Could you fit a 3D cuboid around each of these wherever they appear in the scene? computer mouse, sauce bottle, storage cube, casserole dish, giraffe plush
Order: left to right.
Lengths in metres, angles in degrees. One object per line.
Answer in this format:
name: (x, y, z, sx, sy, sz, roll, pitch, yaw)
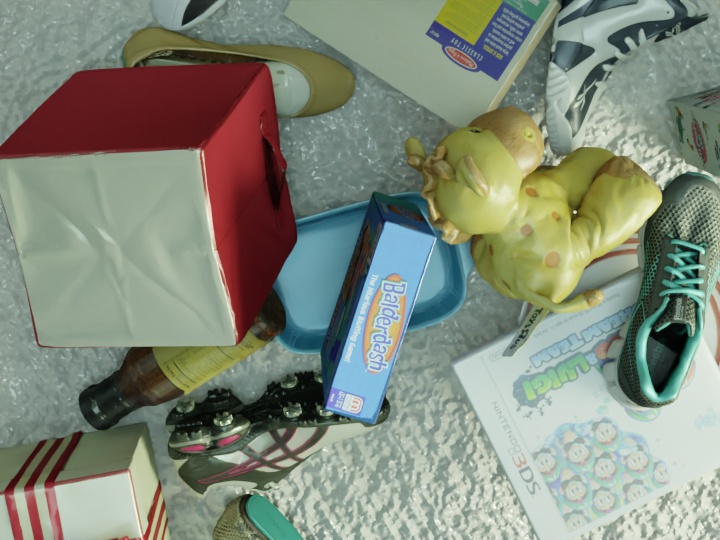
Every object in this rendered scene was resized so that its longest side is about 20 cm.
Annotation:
storage cube: (-0.167, -0.053, 1.284, 0.200, 0.180, 0.171, -1, 117, 14)
sauce bottle: (-0.157, 0.073, 1.387, 0.200, 0.066, 0.066, -30, 99, 22)
computer mouse: (-0.103, -0.279, 1.334, 0.200, 0.044, 0.110, -42, 56, 8)
casserole dish: (0.000, 0.000, 1.407, 0.200, 0.039, 0.121, -15, 100, 1)
giraffe plush: (0.116, -0.058, 1.289, 0.162, 0.172, 0.200, 46, 54, -22)

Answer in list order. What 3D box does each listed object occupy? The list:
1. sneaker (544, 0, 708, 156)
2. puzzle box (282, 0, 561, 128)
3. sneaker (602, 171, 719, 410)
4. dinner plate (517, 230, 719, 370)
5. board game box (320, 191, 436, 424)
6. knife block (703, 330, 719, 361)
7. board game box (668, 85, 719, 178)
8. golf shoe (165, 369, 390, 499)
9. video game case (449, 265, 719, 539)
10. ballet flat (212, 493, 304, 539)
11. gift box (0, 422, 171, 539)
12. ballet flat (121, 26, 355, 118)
sneaker: (0.226, -0.191, 1.361, 0.129, 0.079, 0.199, 7, 89, 6)
puzzle box: (0.050, -0.217, 1.347, 0.200, 0.025, 0.133, 35, 97, 14)
sneaker: (0.254, 0.022, 1.282, 0.077, 0.091, 0.200, 12, 95, -3)
dinner plate: (0.231, 0.059, 1.367, 0.200, 0.024, 0.200, 0, 96, -1)
board game box: (0.011, 0.024, 1.292, 0.045, 0.200, 0.152, 17, 99, -5)
knife block: (0.233, 0.105, 1.419, 0.176, 0.064, 0.200, -42, 98, 6)
board game box: (0.348, -0.128, 1.315, 0.147, 0.200, 0.064, -17, 99, 2)
golf shoe: (-0.070, 0.145, 1.421, 0.200, 0.077, 0.088, -9, 119, 2)
video game case: (0.203, 0.112, 1.349, 0.200, 0.024, 0.182, -27, 96, 2)
ballet flat: (-0.050, 0.283, 1.445, 0.200, 0.068, 0.075, 40, 118, -2)
gift box: (-0.240, 0.250, 1.366, 0.184, 0.187, 0.200, -15, 98, 1)
ballet flat: (-0.105, -0.158, 1.363, 0.200, 0.063, 0.069, 8, 121, -1)
